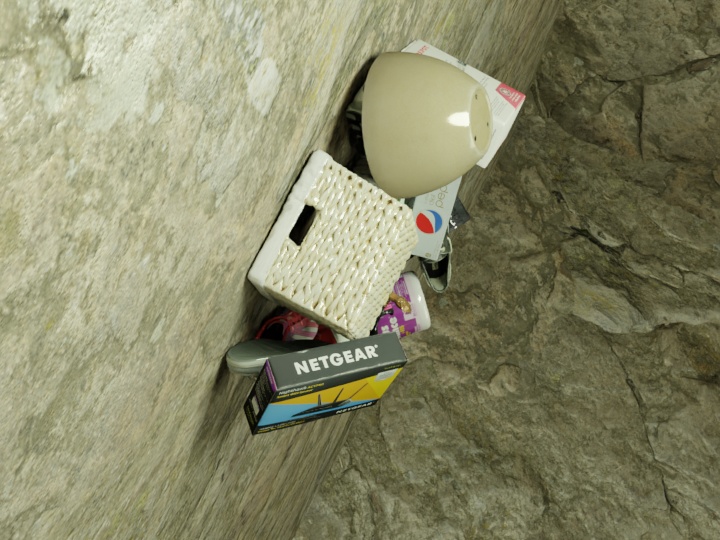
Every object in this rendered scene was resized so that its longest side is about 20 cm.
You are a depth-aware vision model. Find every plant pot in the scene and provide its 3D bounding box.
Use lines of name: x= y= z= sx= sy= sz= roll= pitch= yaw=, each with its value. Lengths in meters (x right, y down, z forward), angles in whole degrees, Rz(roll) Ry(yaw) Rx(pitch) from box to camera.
plant pot: x=0.104 y=-0.200 z=1.391 sx=0.200 sy=0.132 sz=0.204 roll=-3 pitch=93 yaw=-63

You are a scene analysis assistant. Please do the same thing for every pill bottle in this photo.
pill bottle: x=0.020 y=0.080 z=1.846 sx=0.112 sy=0.197 sz=0.114 roll=163 pitch=-90 yaw=-90

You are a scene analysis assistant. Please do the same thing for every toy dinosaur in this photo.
toy dinosaur: x=-0.012 y=0.024 z=1.634 sx=0.106 sy=0.196 sz=0.061 roll=-84 pitch=-178 yaw=-79

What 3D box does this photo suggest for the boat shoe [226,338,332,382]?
boat shoe: x=-0.107 y=0.136 z=1.448 sx=0.200 sy=0.074 sz=0.066 roll=1 pitch=103 yaw=-50

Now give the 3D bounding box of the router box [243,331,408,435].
router box: x=-0.051 y=0.156 z=1.404 sx=0.197 sy=0.052 sz=0.150 roll=-11 pitch=152 yaw=-26

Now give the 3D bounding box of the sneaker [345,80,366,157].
sneaker: x=0.033 y=-0.218 z=1.481 sx=0.200 sy=0.073 sz=0.090 roll=73 pitch=40 yaw=-72

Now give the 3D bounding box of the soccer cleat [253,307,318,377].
soccer cleat: x=-0.113 y=0.090 z=1.551 sx=0.200 sy=0.066 sz=0.077 roll=-49 pitch=159 yaw=-51

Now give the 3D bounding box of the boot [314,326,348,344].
boot: x=-0.078 y=0.140 z=1.631 sx=0.143 sy=0.073 sz=0.200 roll=-30 pitch=-172 yaw=-9

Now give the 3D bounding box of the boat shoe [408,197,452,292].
boat shoe: x=0.127 y=-0.045 z=1.763 sx=0.064 sy=0.070 sz=0.202 roll=-105 pitch=179 yaw=-45

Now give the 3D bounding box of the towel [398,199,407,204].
towel: x=0.060 y=-0.075 z=1.631 sx=0.200 sy=0.023 sz=0.155 roll=26 pitch=71 yaw=-85

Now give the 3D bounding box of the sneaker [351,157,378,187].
sneaker: x=0.011 y=-0.140 z=1.600 sx=0.200 sy=0.080 sz=0.089 roll=-18 pitch=130 yaw=-86

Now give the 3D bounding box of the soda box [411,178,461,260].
soda box: x=0.119 y=-0.121 z=1.634 sx=0.068 sy=0.063 sz=0.202 roll=-77 pitch=180 yaw=-56

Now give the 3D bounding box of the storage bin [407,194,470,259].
storage bin: x=0.093 y=-0.077 z=1.882 sx=0.198 sy=0.095 sz=0.135 roll=-32 pitch=180 yaw=16

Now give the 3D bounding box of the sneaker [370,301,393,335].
sneaker: x=0.023 y=0.040 z=1.732 sx=0.077 sy=0.083 sz=0.203 roll=-34 pitch=136 yaw=-63

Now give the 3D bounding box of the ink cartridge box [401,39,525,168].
ink cartridge box: x=0.138 y=-0.261 z=1.574 sx=0.145 sy=0.198 sz=0.085 roll=-50 pitch=167 yaw=-56

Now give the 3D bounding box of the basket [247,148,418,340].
basket: x=-0.030 y=-0.024 z=1.394 sx=0.200 sy=0.159 sz=0.200 roll=-62 pitch=169 yaw=-7
